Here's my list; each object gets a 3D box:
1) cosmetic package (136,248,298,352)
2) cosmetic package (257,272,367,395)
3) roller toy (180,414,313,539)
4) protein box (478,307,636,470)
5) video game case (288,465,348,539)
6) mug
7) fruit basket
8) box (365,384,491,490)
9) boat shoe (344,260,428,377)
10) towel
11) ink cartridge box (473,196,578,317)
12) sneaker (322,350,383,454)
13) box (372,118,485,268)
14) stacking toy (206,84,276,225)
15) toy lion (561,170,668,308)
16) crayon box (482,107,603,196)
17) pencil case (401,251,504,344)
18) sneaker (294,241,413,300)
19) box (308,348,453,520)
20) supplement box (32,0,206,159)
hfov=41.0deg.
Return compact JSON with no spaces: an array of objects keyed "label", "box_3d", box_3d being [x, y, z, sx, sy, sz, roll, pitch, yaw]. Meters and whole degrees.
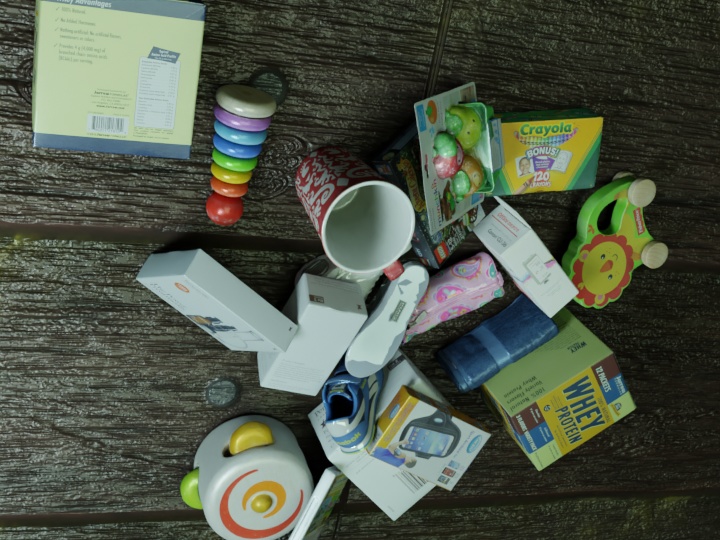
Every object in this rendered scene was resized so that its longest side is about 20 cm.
[{"label":"cosmetic package","box_3d":[-0.209,0.047,1.406,0.200,0.151,0.052,41,62,-29]},{"label":"cosmetic package","box_3d":[-0.078,0.102,1.486,0.101,0.074,0.200,14,129,-25]},{"label":"roller toy","box_3d":[-0.171,0.341,1.564,0.182,0.140,0.200,32,100,-29]},{"label":"protein box","box_3d":[0.315,0.188,1.629,0.198,0.200,0.135,-32,120,-3]},{"label":"video game case","box_3d":[-0.075,0.406,1.592,0.023,0.200,0.182,27,87,11]},{"label":"mug","box_3d":[-0.018,-0.078,1.387,0.133,0.200,0.178,-11,118,-15]},{"label":"fruit basket","box_3d":[0.138,-0.165,1.381,0.093,0.200,0.186,-1,107,25]},{"label":"box","box_3d":[0.116,0.273,1.541,0.200,0.041,0.119,28,102,-26]},{"label":"boat shoe","box_3d":[0.035,0.071,1.494,0.070,0.066,0.200,26,93,-19]},{"label":"towel","box_3d":[0.228,0.122,1.618,0.200,0.112,0.049,-32,119,-3]},{"label":"ink cartridge box","box_3d":[0.256,-0.029,1.555,0.067,0.117,0.200,-41,120,2]},{"label":"sneaker","box_3d":[-0.014,0.185,1.519,0.074,0.200,0.082,-20,135,25]},{"label":"box","box_3d":[0.108,-0.123,1.469,0.137,0.038,0.200,-47,126,-30]},{"label":"stacking toy","box_3d":[-0.181,-0.158,1.370,0.085,0.085,0.201,6,119,-22]},{"label":"toy lion","box_3d":[0.415,-0.041,1.623,0.191,0.069,0.200,-28,120,-13]},{"label":"crayon box","box_3d":[0.277,-0.188,1.521,0.199,0.058,0.119,-6,116,-17]},{"label":"pencil case","box_3d":[0.133,0.046,1.566,0.199,0.087,0.088,-25,120,-8]},{"label":"sneaker","box_3d":[0.000,0.000,1.512,0.200,0.078,0.099,-28,127,5]},{"label":"box","box_3d":[0.056,0.270,1.616,0.199,0.131,0.200,-41,120,1]},{"label":"supplement box","box_3d":[-0.313,-0.265,1.232,0.199,0.134,0.200,2,113,-20]}]
